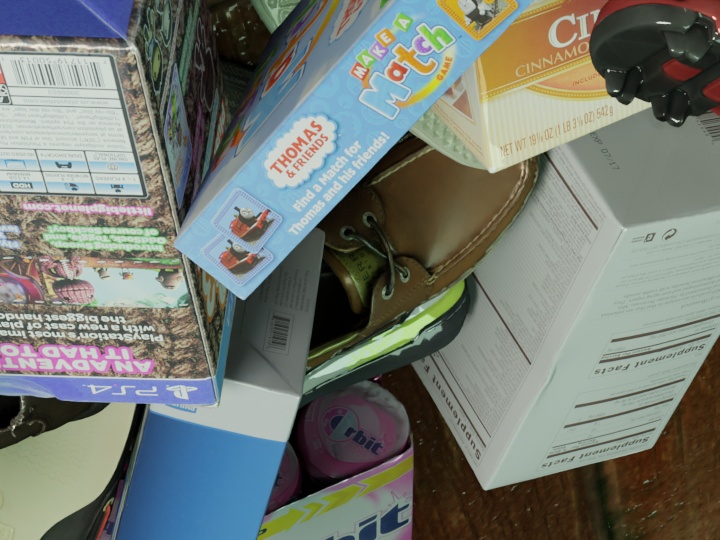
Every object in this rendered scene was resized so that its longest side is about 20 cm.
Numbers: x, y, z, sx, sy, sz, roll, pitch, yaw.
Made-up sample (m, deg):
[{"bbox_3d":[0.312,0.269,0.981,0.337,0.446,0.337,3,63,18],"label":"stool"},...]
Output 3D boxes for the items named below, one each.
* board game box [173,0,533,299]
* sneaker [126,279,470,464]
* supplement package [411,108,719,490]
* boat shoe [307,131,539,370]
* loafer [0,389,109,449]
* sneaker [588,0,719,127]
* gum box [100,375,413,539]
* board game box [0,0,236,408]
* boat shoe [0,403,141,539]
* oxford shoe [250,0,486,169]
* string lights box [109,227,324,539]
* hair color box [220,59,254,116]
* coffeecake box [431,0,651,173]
[{"bbox_3d":[0.023,-0.099,0.780,0.037,0.151,0.200,36,123,-12],"label":"board game box"},{"bbox_3d":[-0.043,0.020,1.128,0.200,0.072,0.083,-26,123,-10],"label":"sneaker"},{"bbox_3d":[0.111,-0.002,1.163,0.109,0.114,0.200,-11,144,-29],"label":"supplement package"},{"bbox_3d":[0.000,0.000,1.055,0.200,0.072,0.068,-38,-173,4],"label":"boat shoe"},{"bbox_3d":[-0.196,0.047,0.942,0.200,0.073,0.071,-14,-173,23],"label":"loafer"},{"bbox_3d":[0.179,-0.083,0.896,0.200,0.098,0.071,24,153,-24],"label":"sneaker"},{"bbox_3d":[-0.063,0.133,1.244,0.200,0.066,0.114,-23,149,-15],"label":"gum box"},{"bbox_3d":[-0.133,-0.049,0.826,0.159,0.097,0.200,2,143,7],"label":"board game box"},{"bbox_3d":[-0.140,0.088,1.006,0.202,0.074,0.063,-63,171,28],"label":"boat shoe"},{"bbox_3d":[0.006,-0.109,0.981,0.075,0.058,0.200,-46,134,7],"label":"oxford shoe"},{"bbox_3d":[-0.067,0.083,0.987,0.059,0.103,0.200,13,129,-5],"label":"string lights box"},{"bbox_3d":[-0.119,-0.006,1.007,0.111,0.064,0.200,13,126,-48],"label":"hair color box"},{"bbox_3d":[0.089,-0.161,0.909,0.153,0.073,0.200,-23,129,-15],"label":"coffeecake box"}]
